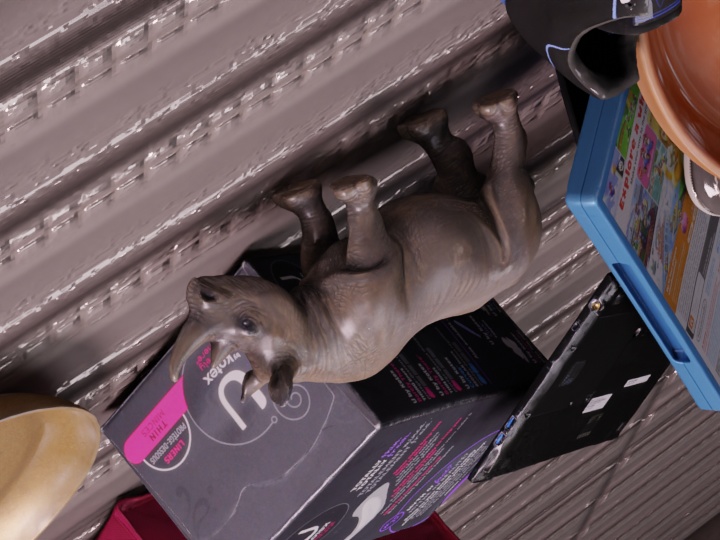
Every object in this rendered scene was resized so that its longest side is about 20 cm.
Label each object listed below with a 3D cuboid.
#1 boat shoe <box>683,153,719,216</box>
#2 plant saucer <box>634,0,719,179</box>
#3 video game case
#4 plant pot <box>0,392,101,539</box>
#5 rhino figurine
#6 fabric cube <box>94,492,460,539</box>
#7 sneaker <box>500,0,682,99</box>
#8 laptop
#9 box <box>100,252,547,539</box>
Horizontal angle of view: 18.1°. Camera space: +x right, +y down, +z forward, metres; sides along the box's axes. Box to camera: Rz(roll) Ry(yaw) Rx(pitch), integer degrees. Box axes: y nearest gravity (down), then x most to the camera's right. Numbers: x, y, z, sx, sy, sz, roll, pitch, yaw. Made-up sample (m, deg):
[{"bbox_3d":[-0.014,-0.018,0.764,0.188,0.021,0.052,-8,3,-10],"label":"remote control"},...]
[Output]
[{"bbox_3d":[0.212,-0.115,1.042,0.067,0.057,0.201,28,87,-31],"label":"boat shoe"},{"bbox_3d":[0.202,-0.130,0.994,0.200,0.201,0.032,-37,-156,-9],"label":"plant saucer"},{"bbox_3d":[0.152,-0.042,1.074,0.200,0.018,0.144,51,49,-50],"label":"video game case"},{"bbox_3d":[-0.201,0.116,0.977,0.200,0.028,0.200,-35,162,-13],"label":"plant pot"},{"bbox_3d":[0.000,0.000,0.984,0.200,0.088,0.060,-30,-161,-26],"label":"rhino figurine"},{"bbox_3d":[-0.055,0.229,1.284,0.196,0.200,0.200,-21,153,-45],"label":"fabric cube"},{"bbox_3d":[0.105,-0.145,0.876,0.070,0.078,0.200,-32,162,-23],"label":"sneaker"},{"bbox_3d":[0.112,-0.010,1.135,0.200,0.103,0.177,-57,157,20],"label":"laptop"},{"bbox_3d":[-0.010,0.064,1.111,0.122,0.106,0.200,-48,162,23],"label":"box"}]
